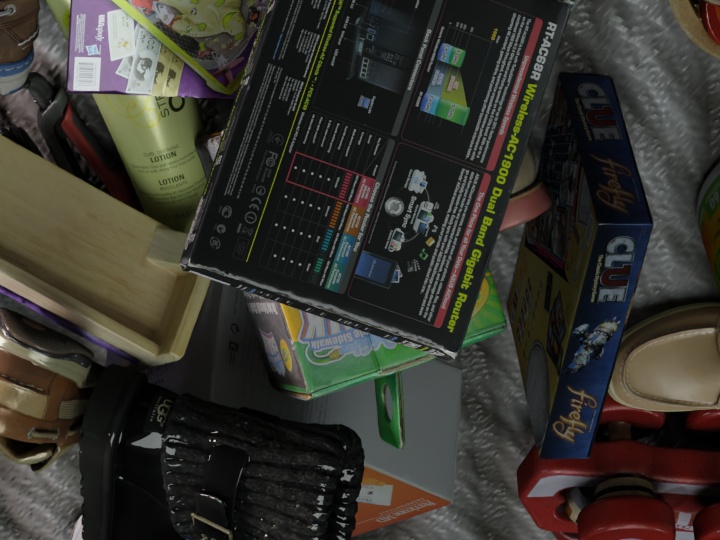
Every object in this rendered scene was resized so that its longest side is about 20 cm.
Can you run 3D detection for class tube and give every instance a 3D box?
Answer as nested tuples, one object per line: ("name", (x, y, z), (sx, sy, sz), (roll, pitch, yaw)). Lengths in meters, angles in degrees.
("tube", (-0.128, -0.109, 1.271), (0.058, 0.052, 0.200), (-43, 136, -29))

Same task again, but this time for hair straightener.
("hair straightener", (-0.180, -0.048, 1.322), (0.077, 0.041, 0.200), (-21, 139, 12))

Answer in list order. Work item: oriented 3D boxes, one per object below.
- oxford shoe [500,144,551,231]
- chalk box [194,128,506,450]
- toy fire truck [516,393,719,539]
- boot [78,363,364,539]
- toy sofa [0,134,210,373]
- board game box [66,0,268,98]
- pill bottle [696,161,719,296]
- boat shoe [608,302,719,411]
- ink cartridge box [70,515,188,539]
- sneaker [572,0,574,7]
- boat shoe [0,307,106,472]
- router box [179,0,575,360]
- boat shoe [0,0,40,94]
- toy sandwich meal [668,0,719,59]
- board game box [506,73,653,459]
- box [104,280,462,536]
("oxford shoe", (0.013, -0.048, 1.352), (0.200, 0.070, 0.075), (-15, 104, 12))
("chalk box", (0.000, 0.000, 1.244), (0.124, 0.124, 0.200), (-19, 95, -11))
("toy fire truck", (0.206, 0.160, 1.546), (0.200, 0.112, 0.168), (3, 152, -10))
("boot", (-0.081, 0.144, 1.299), (0.158, 0.079, 0.211), (15, 149, 7))
("toy sofa", (-0.188, -0.018, 1.253), (0.200, 0.083, 0.098), (30, 153, -27))
("board game box", (-0.095, -0.186, 1.187), (0.120, 0.032, 0.200), (4, 122, -8))
("pill bottle", (0.279, 0.018, 1.343), (0.111, 0.200, 0.111), (-4, 134, -4))
("boat shoe", (0.262, 0.058, 1.458), (0.200, 0.065, 0.071), (-7, 101, -9))
("ink cartridge box", (-0.072, 0.215, 1.526), (0.198, 0.047, 0.200), (28, 160, -29))
("sneaker", (0.089, -0.168, 1.237), (0.200, 0.078, 0.086), (-22, 143, 24))
("boat shoe", (-0.190, 0.075, 1.270), (0.076, 0.074, 0.200), (22, 170, 8))
("router box", (0.008, -0.071, 1.150), (0.150, 0.062, 0.200), (19, 86, -8))
("boat shoe", (-0.273, -0.150, 1.201), (0.200, 0.072, 0.072), (4, 129, -25))
("toy sandwich meal", (0.254, -0.194, 1.189), (0.205, 0.070, 0.205), (-16, 127, -23))
("board game box", (0.131, -0.001, 1.350), (0.035, 0.136, 0.200), (1, 134, -9))
("box", (-0.050, 0.089, 1.404), (0.200, 0.098, 0.124), (25, 147, -33))
